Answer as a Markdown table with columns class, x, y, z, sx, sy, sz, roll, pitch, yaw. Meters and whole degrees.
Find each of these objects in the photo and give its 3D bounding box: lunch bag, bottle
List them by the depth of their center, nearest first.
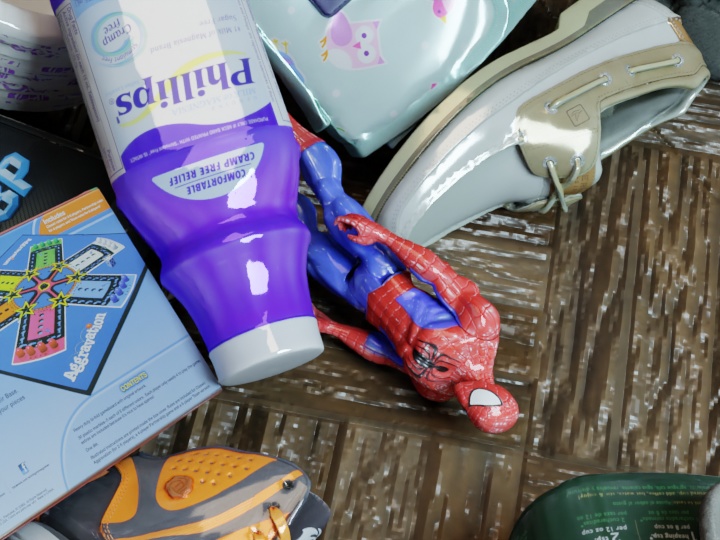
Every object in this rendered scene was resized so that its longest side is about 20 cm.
| class | x | y | z | sx | sy | sz | roll | pitch | yaw |
| --- | --- | --- | --- | --- | --- | --- | --- | --- | --- |
| bottle | -0.069 | -0.051 | 0.799 | 0.084 | 0.065 | 0.200 | -18 | 79 | -6 |
| lunch bag | 0.006 | -0.173 | 0.907 | 0.170 | 0.122 | 0.200 | 50 | 58 | -15 |

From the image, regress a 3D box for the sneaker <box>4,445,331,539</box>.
| class | x | y | z | sx | sy | sz | roll | pitch | yaw |
| --- | --- | --- | --- | --- | --- | --- | --- | --- | --- |
| sneaker | -0.040 | 0.135 | 0.711 | 0.112 | 0.078 | 0.200 | -34 | 61 | -27 |

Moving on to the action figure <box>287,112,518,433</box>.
| class | x | y | z | sx | sy | sz | roll | pitch | yaw |
| --- | --- | --- | --- | --- | --- | --- | --- | --- | --- |
| action figure | 0.000 | 0.000 | 0.831 | 0.200 | 0.065 | 0.052 | 45 | 35 | 22 |

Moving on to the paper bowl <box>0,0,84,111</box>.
| class | x | y | z | sx | sy | sz | roll | pitch | yaw |
| --- | --- | --- | --- | --- | --- | --- | --- | --- | --- |
| paper bowl | -0.181 | -0.168 | 0.902 | 0.201 | 0.104 | 0.201 | 20 | 53 | -28 |

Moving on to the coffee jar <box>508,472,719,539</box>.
| class | x | y | z | sx | sy | sz | roll | pitch | yaw |
| --- | --- | --- | --- | --- | --- | --- | --- | --- | --- |
| coffee jar | 0.118 | 0.177 | 0.685 | 0.104 | 0.085 | 0.200 | 3 | 49 | -12 |

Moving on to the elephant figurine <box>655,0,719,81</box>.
| class | x | y | z | sx | sy | sz | roll | pitch | yaw |
| --- | --- | --- | --- | --- | --- | --- | --- | --- | --- |
| elephant figurine | 0.197 | -0.192 | 0.922 | 0.155 | 0.200 | 0.142 | 8 | 50 | 1 |

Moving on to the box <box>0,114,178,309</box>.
| class | x | y | z | sx | sy | sz | roll | pitch | yaw |
| --- | --- | --- | --- | --- | --- | --- | --- | --- | --- |
| box | -0.179 | 0.020 | 0.813 | 0.159 | 0.046 | 0.200 | 21 | 52 | 12 |

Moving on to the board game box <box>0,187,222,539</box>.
| class | x | y | z | sx | sy | sz | roll | pitch | yaw |
| --- | --- | --- | --- | --- | --- | --- | --- | --- | --- |
| board game box | -0.142 | 0.045 | 0.713 | 0.200 | 0.019 | 0.103 | -33 | 93 | -51 |

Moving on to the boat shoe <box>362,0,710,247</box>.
| class | x | y | z | sx | sy | sz | roll | pitch | yaw |
| --- | --- | --- | --- | --- | --- | --- | --- | --- | --- |
| boat shoe | 0.086 | -0.065 | 0.888 | 0.200 | 0.075 | 0.068 | -40 | 75 | -19 |

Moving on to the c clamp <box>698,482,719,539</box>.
| class | x | y | z | sx | sy | sz | roll | pitch | yaw |
| --- | --- | --- | --- | --- | --- | --- | --- | --- | --- |
| c clamp | 0.195 | 0.164 | 0.674 | 0.200 | 0.027 | 0.171 | 35 | 34 | -27 |
